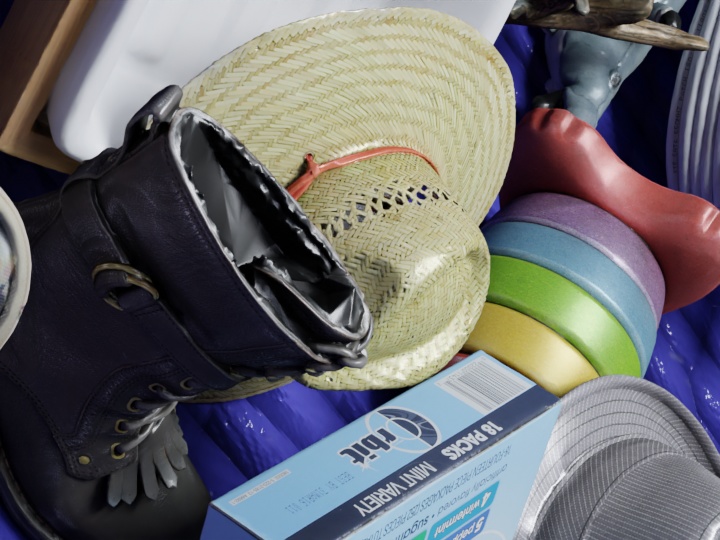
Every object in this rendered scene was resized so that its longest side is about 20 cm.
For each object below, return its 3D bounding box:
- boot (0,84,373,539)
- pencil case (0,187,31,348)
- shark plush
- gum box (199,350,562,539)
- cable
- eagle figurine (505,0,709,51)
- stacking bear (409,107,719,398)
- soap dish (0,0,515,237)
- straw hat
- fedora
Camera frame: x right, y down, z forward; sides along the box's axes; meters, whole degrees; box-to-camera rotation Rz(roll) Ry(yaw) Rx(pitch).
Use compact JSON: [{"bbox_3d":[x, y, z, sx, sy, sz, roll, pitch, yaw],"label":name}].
[{"bbox_3d":[-0.065,0.035,0.688,0.201,0.173,0.069,54,45,-28],"label":"boot"},{"bbox_3d":[-0.154,-0.039,0.591,0.077,0.200,0.090,-29,127,-5],"label":"pencil case"},{"bbox_3d":[0.134,-0.133,1.045,0.200,0.083,0.091,-50,120,-44],"label":"shark plush"},{"bbox_3d":[-0.011,0.146,0.745,0.169,0.044,0.201,-25,138,-51],"label":"gum box"},{"bbox_3d":[0.238,-0.107,1.136,0.200,0.069,0.202,-8,109,-65],"label":"cable"},{"bbox_3d":[0.098,-0.218,0.994,0.151,0.150,0.202,8,86,-39],"label":"eagle figurine"},{"bbox_3d":[0.071,0.047,0.909,0.121,0.114,0.201,33,61,3],"label":"stacking bear"},{"bbox_3d":[-0.041,-0.099,0.778,0.199,0.081,0.158,17,105,-49],"label":"soap dish"},{"bbox_3d":[0.000,0.000,0.756,0.200,0.202,0.085,16,26,-48],"label":"straw hat"},{"bbox_3d":[0.139,0.150,0.850,0.176,0.090,0.202,-34,118,-36],"label":"fedora"}]
